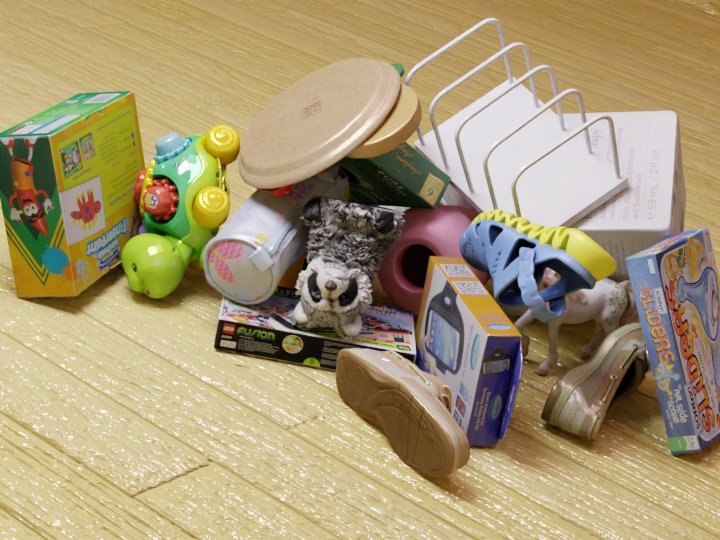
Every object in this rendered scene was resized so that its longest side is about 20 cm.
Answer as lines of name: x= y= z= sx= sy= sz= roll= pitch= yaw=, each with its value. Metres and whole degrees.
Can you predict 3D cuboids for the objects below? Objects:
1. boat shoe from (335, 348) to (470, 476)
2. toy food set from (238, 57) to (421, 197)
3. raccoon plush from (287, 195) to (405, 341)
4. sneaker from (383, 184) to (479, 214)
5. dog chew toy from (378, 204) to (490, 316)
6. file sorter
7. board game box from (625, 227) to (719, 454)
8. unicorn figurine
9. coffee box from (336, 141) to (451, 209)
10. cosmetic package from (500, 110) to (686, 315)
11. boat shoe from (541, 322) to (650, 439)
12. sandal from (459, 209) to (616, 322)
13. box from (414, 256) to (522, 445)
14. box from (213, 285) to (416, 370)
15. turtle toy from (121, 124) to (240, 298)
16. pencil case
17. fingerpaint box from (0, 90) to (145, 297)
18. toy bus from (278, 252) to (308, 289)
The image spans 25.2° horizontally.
boat shoe: x=0.051 y=0.122 z=1.492 sx=0.069 sy=0.074 sz=0.200 roll=-9 pitch=29 yaw=-29
toy food set: x=-0.037 y=-0.148 z=1.647 sx=0.200 sy=0.049 sz=0.198 roll=-33 pitch=30 yaw=5
raccoon plush: x=0.000 y=0.000 z=1.640 sx=0.097 sy=0.134 sz=0.200 roll=13 pitch=4 yaw=26
sneaker: x=0.072 y=-0.075 z=1.907 sx=0.092 sy=0.076 sz=0.200 roll=-17 pitch=-5 yaw=-29
dog chew toy: x=0.097 y=-0.018 z=1.799 sx=0.124 sy=0.125 sz=0.200 roll=20 pitch=15 yaw=19
file sorter: x=0.158 y=-0.145 z=1.678 sx=0.139 sy=0.125 sz=0.200 roll=-35 pitch=54 yaw=-11
board game box: x=0.330 y=0.068 z=1.616 sx=0.034 sy=0.200 sz=0.135 roll=-10 pitch=7 yaw=37
unicorn figurine: x=0.218 y=0.043 z=1.680 sx=0.200 sy=0.138 sz=0.074 roll=-13 pitch=38 yaw=-42
coffee box: x=-0.005 y=-0.117 z=1.757 sx=0.123 sy=0.044 sz=0.200 roll=35 pitch=-15 yaw=-29
cosmetic package: x=0.251 y=-0.060 z=1.775 sx=0.200 sy=0.166 sz=0.168 roll=0 pitch=54 yaw=15
boat shoe: x=0.256 y=0.114 z=1.628 sx=0.063 sy=0.073 sz=0.201 roll=31 pitch=31 yaw=23
sandal: x=0.153 y=-0.003 z=1.553 sx=0.079 sy=0.087 sz=0.200 roll=42 pitch=-13 yaw=-26
box: x=0.102 y=0.080 z=1.558 sx=0.041 sy=0.119 sz=0.200 roll=3 pitch=24 yaw=-16
box: x=-0.046 y=0.060 z=1.641 sx=0.200 sy=0.035 sz=0.110 roll=10 pitch=22 yaw=-5
turtle toy: x=-0.191 y=-0.061 z=1.694 sx=0.101 sy=0.146 sz=0.200 roll=11 pitch=62 yaw=-6
pencil case: x=-0.084 y=-0.046 z=1.664 sx=0.091 sy=0.083 sz=0.200 roll=-8 pitch=26 yaw=32
fingerpaint box: x=-0.294 y=-0.082 z=1.665 sx=0.073 sy=0.167 sz=0.200 roll=-1 pitch=19 yaw=18
toy bus: x=-0.062 y=-0.029 z=1.802 sx=0.078 sy=0.065 sz=0.200 roll=7 pitch=23 yaw=-12
